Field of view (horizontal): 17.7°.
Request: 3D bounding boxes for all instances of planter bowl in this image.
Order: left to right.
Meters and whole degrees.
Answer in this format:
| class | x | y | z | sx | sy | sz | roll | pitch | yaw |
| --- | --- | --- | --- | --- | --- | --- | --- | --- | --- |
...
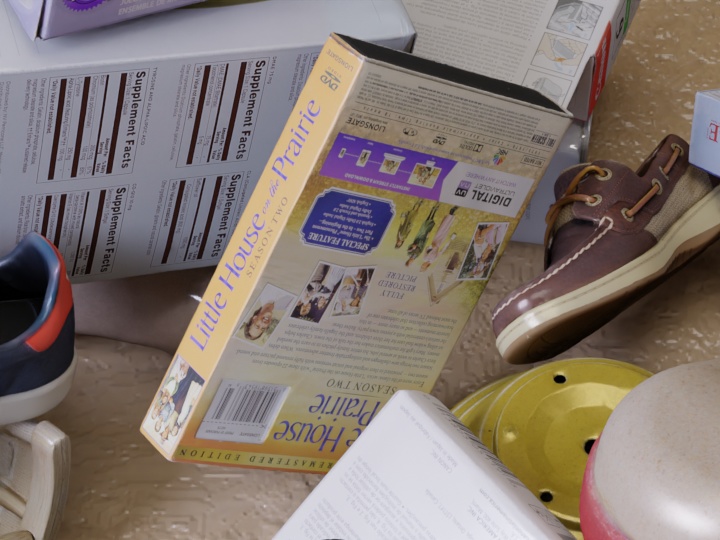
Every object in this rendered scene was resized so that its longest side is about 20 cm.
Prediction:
| class | x | y | z | sx | sy | sz | roll | pitch | yaw |
| --- | --- | --- | --- | --- | --- | --- | --- | --- | --- |
| planter bowl | 0.105 | 0.102 | 1.055 | 0.199 | 0.084 | 0.201 | 0 | 50 | 0 |

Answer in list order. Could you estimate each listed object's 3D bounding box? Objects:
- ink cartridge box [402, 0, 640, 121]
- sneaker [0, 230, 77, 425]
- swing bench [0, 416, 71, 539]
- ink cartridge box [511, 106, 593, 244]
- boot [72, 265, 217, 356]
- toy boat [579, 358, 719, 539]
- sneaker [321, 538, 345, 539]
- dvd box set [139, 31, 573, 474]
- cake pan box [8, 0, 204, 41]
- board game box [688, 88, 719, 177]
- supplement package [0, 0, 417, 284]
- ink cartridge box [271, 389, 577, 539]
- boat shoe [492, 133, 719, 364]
| class | x | y | z | sx | sy | sz | roll | pitch | yaw |
| --- | --- | --- | --- | --- | --- | --- | --- | --- | --- |
| ink cartridge box | 0.075 | -0.126 | 1.162 | 0.108 | 0.051 | 0.201 | 16 | 53 | 13 |
| sneaker | -0.206 | 0.034 | 0.958 | 0.199 | 0.085 | 0.075 | -23 | 49 | -37 |
| swing bench | -0.267 | 0.109 | 1.021 | 0.198 | 0.130 | 0.200 | 31 | 40 | 25 |
| ink cartridge box | 0.027 | -0.099 | 1.226 | 0.199 | 0.085 | 0.145 | 6 | 51 | 8 |
| boot | -0.122 | 0.008 | 1.132 | 0.145 | 0.070 | 0.201 | -7 | 64 | -7 |
| toy boat | 0.179 | 0.113 | 0.974 | 0.199 | 0.131 | 0.130 | -6 | 29 | -37 |
| sneaker | -0.010 | 0.195 | 0.899 | 0.076 | 0.076 | 0.201 | 3 | 57 | 25 |
| dvd box set | 0.000 | 0.000 | 1.037 | 0.146 | 0.201 | 0.029 | 9 | 23 | -46 |
| cake pan box | -0.100 | -0.198 | 1.011 | 0.183 | 0.052 | 0.200 | -15 | 55 | -30 |
| board game box | 0.299 | -0.052 | 1.127 | 0.198 | 0.041 | 0.200 | -9 | 24 | -31 |
| supplement package | -0.108 | -0.115 | 1.069 | 0.199 | 0.148 | 0.192 | -8 | 52 | -22 |
| ink cartridge box | 0.012 | 0.176 | 0.988 | 0.200 | 0.050 | 0.161 | -51 | 58 | 9 |
| boat shoe | 0.117 | -0.018 | 1.130 | 0.200 | 0.072 | 0.072 | -31 | 81 | -44 |
